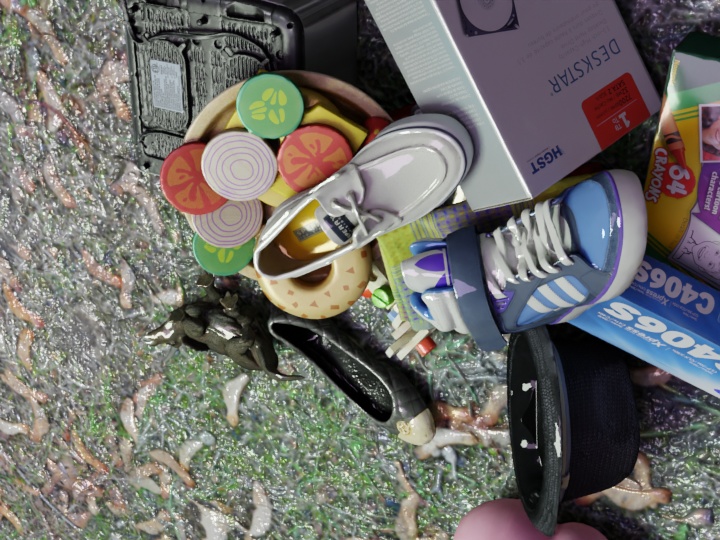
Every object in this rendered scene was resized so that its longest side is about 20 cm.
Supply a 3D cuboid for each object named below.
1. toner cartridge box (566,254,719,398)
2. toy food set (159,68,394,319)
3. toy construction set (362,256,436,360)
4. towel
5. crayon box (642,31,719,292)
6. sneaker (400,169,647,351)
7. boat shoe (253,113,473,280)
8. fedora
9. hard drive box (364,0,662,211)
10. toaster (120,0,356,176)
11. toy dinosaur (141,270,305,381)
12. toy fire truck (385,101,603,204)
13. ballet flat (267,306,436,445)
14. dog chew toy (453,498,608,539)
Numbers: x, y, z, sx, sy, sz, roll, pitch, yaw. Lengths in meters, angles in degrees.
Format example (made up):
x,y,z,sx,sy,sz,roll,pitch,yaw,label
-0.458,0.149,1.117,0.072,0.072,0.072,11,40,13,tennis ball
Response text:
x,y,z,sx,sy,sz,roll,pitch,yaw,label
0.270,0.055,0.933,0.200,0.043,0.095,26,162,-4,toner cartridge box
-0.057,-0.066,0.975,0.198,0.049,0.200,28,116,-13,toy food set
0.000,0.000,1.081,0.200,0.092,0.131,42,126,-3,toy construction set
0.120,-0.012,0.971,0.200,0.023,0.144,-11,141,5,towel
0.304,-0.060,0.901,0.172,0.058,0.200,18,123,21,crayon box
0.107,-0.006,0.874,0.200,0.146,0.081,117,147,-64,sneaker
-0.004,-0.046,0.886,0.200,0.070,0.071,-25,111,35,boat shoe
0.184,0.127,1.034,0.091,0.201,0.201,-5,117,-4,fedora
0.111,-0.169,0.886,0.077,0.156,0.200,-9,113,59,hard drive box
-0.107,-0.173,1.042,0.181,0.119,0.200,13,121,23,toaster
-0.129,0.062,1.206,0.200,0.077,0.102,15,158,21,toy dinosaur
0.092,-0.088,1.016,0.200,0.049,0.141,-17,107,37,toy fire truck
-0.011,0.105,1.173,0.200,0.057,0.066,40,128,6,ballet flat
0.185,0.287,1.123,0.200,0.125,0.125,11,120,16,dog chew toy
